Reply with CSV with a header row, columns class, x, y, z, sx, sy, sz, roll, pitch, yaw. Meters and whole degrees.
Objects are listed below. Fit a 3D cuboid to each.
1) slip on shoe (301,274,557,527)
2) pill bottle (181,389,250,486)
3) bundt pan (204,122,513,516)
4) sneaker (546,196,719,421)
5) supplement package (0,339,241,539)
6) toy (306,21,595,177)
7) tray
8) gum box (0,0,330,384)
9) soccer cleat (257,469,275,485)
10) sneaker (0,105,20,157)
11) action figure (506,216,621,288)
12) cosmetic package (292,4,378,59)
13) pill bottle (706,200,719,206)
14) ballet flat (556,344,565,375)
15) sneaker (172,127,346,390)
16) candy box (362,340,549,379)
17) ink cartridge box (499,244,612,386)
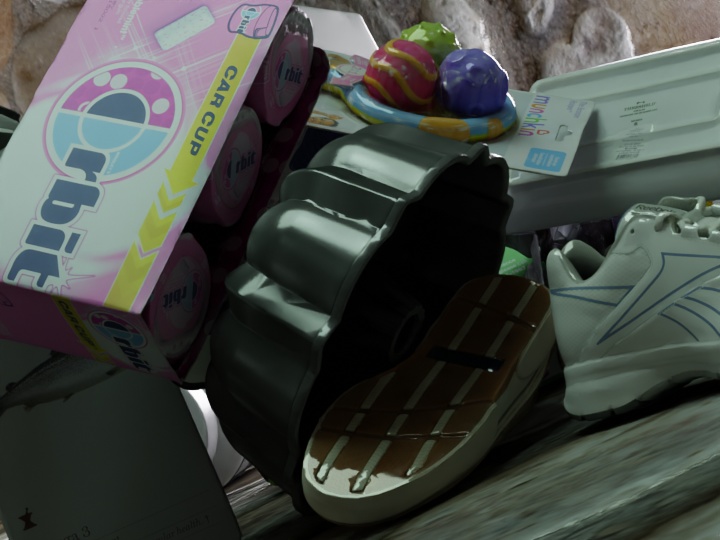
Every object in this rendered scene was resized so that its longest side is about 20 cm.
class,x,y,z,sx,sy,sz,roll,pitch,yaw
slip on shoe,0.037,0.073,1.118,0.075,0.061,0.200,13,34,21
pill bottle,-0.130,0.104,1.665,0.119,0.120,0.200,-23,0,11
bundt pan,-0.007,0.017,1.151,0.202,0.075,0.203,-50,-25,-33
sneaker,0.153,0.005,1.021,0.199,0.088,0.074,-21,0,42
supplement package,-0.157,0.075,1.267,0.116,0.201,0.117,-23,0,-8
toy,0.021,-0.104,1.231,0.198,0.048,0.115,9,26,10
tray,0.153,-0.080,1.255,0.199,0.022,0.108,-9,54,43
gum box,-0.105,-0.055,1.147,0.113,0.201,0.066,12,-27,25
soccer cleat,-0.033,0.040,1.422,0.067,0.081,0.201,-14,-48,-41
sneaker,-0.204,-0.061,1.226,0.074,0.089,0.200,-22,3,31
action figure,0.162,-0.035,1.310,0.198,0.131,0.069,-5,-28,9
cosmetic package,-0.065,-0.104,1.396,0.101,0.072,0.200,-35,-12,24
pill bottle,0.263,-0.055,1.432,0.104,0.105,0.200,-23,1,5
ballet flat,0.182,0.009,1.135,0.199,0.068,0.067,-33,4,20
sneaker,-0.051,-0.004,1.242,0.199,0.080,0.116,-45,-30,-37
candy box,0.000,0.000,1.303,0.136,0.201,0.061,-29,-28,1
ink cartridge box,0.076,-0.016,1.434,0.145,0.085,0.200,-23,36,-20
